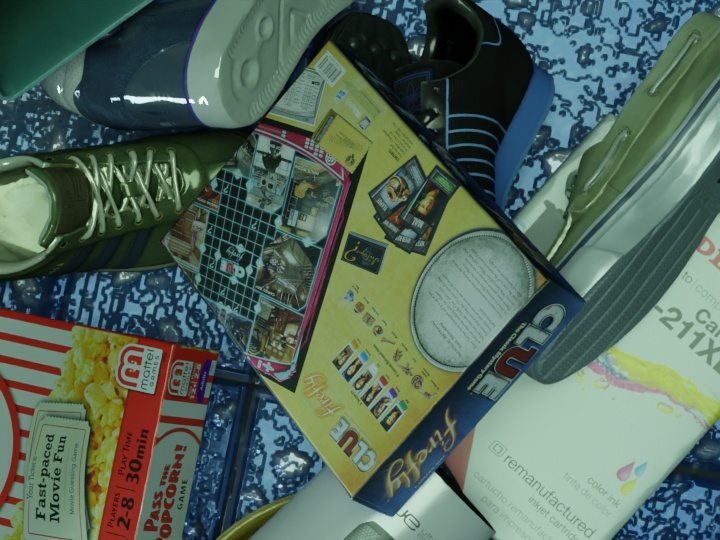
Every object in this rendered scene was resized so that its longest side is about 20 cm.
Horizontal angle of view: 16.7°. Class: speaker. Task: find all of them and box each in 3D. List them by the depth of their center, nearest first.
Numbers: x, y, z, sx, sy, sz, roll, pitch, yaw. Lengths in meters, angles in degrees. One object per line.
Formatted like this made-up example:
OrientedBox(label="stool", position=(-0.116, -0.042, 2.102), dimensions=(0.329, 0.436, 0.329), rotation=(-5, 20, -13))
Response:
OrientedBox(label="speaker", position=(-0.032, 0.161, 1.163), dimensions=(0.200, 0.081, 0.081), rotation=(-43, 87, 0))

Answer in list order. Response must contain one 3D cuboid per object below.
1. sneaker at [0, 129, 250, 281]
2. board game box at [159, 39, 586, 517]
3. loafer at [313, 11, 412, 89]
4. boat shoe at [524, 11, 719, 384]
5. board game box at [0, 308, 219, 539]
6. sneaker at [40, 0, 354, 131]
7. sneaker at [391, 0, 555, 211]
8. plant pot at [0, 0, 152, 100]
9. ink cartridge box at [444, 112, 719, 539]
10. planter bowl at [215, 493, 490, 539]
OrientedBox(label="sneaker", position=(-0.140, -0.030, 1.253), dimensions=(0.200, 0.090, 0.067), rotation=(-12, 86, 2))
OrientedBox(label="board game box", position=(0.000, 0.000, 1.153), dimensions=(0.136, 0.035, 0.200), rotation=(-48, 49, 11))
OrientedBox(label="loafer", position=(-0.015, -0.035, 1.259), dimensions=(0.068, 0.070, 0.201), rotation=(15, 71, -24))
OrientedBox(label="boat shoe", position=(0.132, -0.035, 1.179), dimensions=(0.062, 0.072, 0.200), rotation=(37, 85, 29))
OrientedBox(label="board game box", position=(-0.178, 0.095, 1.233), dimensions=(0.200, 0.046, 0.152), rotation=(10, 88, 29))
OrientedBox(label="sneaker", position=(-0.085, -0.152, 1.262), dimensions=(0.146, 0.081, 0.200), rotation=(7, 52, 33))
OrientedBox(label="sneaker", position=(0.036, -0.049, 1.212), dimensions=(0.078, 0.070, 0.200), rotation=(43, 46, -28))
OrientedBox(label="plant pot", position=(-0.181, -0.217, 1.207), dimensions=(0.141, 0.141, 0.200), rotation=(-35, 42, 1))
OrientedBox(label="ink cartridge box", position=(0.113, 0.041, 1.243), dimensions=(0.146, 0.083, 0.200), rotation=(41, 91, 4))
OrientedBox(label="planter bowl", position=(-0.002, 0.207, 1.241), dimensions=(0.200, 0.083, 0.201), rotation=(0, 88, 2))
